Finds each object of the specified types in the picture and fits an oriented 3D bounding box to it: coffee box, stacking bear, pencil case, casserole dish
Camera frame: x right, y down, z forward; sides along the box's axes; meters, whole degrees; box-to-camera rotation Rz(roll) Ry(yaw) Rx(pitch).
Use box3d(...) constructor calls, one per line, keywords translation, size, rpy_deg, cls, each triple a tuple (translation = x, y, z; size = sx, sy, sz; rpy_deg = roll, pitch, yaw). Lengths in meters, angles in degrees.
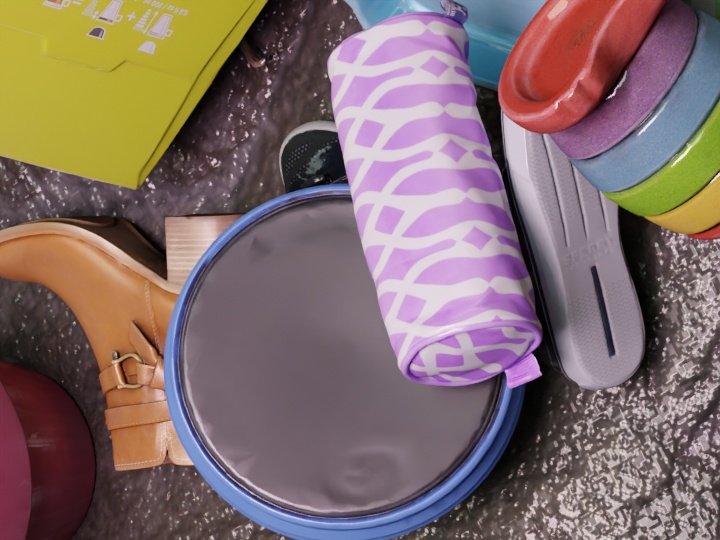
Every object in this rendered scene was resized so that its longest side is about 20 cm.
box3d(translation=(-0.186, -0.197, 1.384), size=(0.200, 0.199, 0.198), rpy_deg=(-52, 49, 23), cls="coffee box")
box3d(translation=(0.178, -0.065, 1.241), size=(0.122, 0.200, 0.114), rpy_deg=(-57, 19, -13), cls="stacking bear")
box3d(translation=(0.039, -0.038, 1.279), size=(0.084, 0.085, 0.201), rpy_deg=(-22, 65, 26), cls="pencil case")
box3d(translation=(0.072, -0.153, 1.341), size=(0.200, 0.121, 0.039), rpy_deg=(20, 58, 28), cls="casserole dish")

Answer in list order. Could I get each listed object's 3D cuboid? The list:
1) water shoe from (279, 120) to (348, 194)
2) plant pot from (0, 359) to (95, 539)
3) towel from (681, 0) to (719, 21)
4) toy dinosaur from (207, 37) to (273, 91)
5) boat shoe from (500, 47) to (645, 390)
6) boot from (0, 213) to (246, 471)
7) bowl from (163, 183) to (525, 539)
box3d(translation=(0.000, 0.000, 1.387), size=(0.071, 0.079, 0.200), rpy_deg=(-32, 74, 24), cls="water shoe")
box3d(translation=(-0.260, 0.124, 1.468), size=(0.199, 0.179, 0.201), rpy_deg=(1, 92, 25), cls="plant pot")
box3d(translation=(0.232, -0.117, 1.239), size=(0.200, 0.023, 0.153), rpy_deg=(16, 140, 25), cls="towel")
box3d(translation=(-0.093, -0.182, 1.455), size=(0.101, 0.058, 0.201), rpy_deg=(17, 97, 30), cls="toy dinosaur")
box3d(translation=(0.100, -0.032, 1.314), size=(0.071, 0.072, 0.201), rpy_deg=(8, 110, 55), cls="boat shoe")
box3d(translation=(-0.148, 0.044, 1.475), size=(0.200, 0.074, 0.155), rpy_deg=(0, 93, 32), cls="boot")
box3d(translation=(-0.010, 0.048, 1.322), size=(0.200, 0.039, 0.201), rpy_deg=(-1, 79, 4), cls="bowl")
